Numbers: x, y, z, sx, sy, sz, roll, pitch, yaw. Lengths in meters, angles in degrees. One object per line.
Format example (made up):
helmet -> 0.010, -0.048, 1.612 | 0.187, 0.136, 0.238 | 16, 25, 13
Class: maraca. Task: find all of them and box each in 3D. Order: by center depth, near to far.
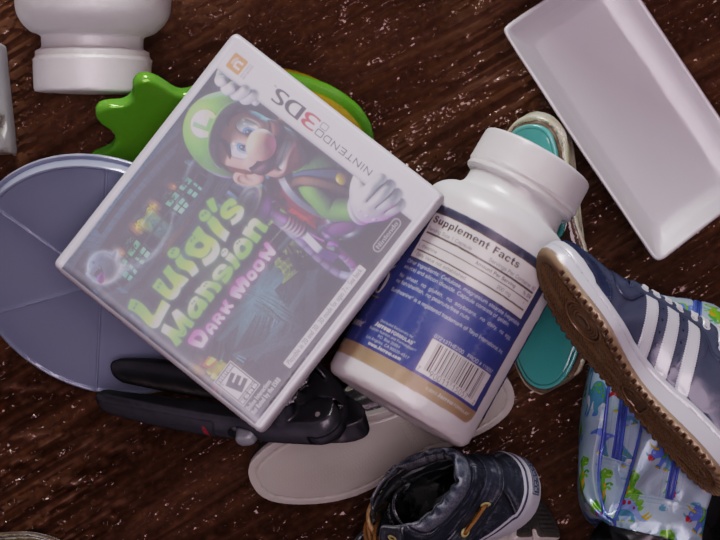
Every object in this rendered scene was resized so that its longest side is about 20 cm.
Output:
maraca -> -0.089, -0.085, 1.645 | 0.199, 0.107, 0.138 | 5, 127, -10

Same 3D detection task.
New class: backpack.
backpack -> 0.213, 0.116, 1.648 | 0.153, 0.163, 0.201 | 23, 85, 12

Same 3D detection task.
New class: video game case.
video game case -> -0.074, -0.026, 1.568 | 0.182, 0.023, 0.200 | 38, 89, 8

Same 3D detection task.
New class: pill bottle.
pill bottle -> 0.072, 0.009, 1.601 | 0.111, 0.111, 0.201 | 30, 84, -2
pill bottle -> -0.187, -0.224, 1.642 | 0.112, 0.112, 0.201 | 1, 92, -1

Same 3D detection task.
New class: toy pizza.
toy pizza -> -0.179, 0.001, 1.657 | 0.199, 0.032, 0.201 | 6, 124, 9

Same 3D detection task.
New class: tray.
tray -> 0.193, -0.116, 1.689 | 0.107, 0.022, 0.201 | -35, 93, -18

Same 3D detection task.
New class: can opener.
can opener -> -0.095, 0.094, 1.625 | 0.199, 0.064, 0.079 | 4, 136, 21

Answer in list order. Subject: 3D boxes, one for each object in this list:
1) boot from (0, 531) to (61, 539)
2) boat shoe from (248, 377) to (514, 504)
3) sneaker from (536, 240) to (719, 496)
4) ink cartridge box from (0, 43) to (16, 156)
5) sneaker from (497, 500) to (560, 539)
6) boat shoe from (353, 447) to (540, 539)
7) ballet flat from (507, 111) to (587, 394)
boot -> -0.226, 0.230, 1.668 | 0.199, 0.097, 0.075 | 6, 92, -2
boat shoe -> 0.011, 0.105, 1.688 | 0.199, 0.060, 0.074 | -25, 124, 3
sneaker -> 0.210, 0.039, 1.556 | 0.108, 0.070, 0.200 | -39, 91, -16
ink cartridge box -> -0.346, -0.116, 1.626 | 0.199, 0.145, 0.085 | -3, 91, -1
sneaker -> 0.096, 0.252, 1.689 | 0.080, 0.083, 0.201 | 7, 76, -29
boat shoe -> 0.026, 0.182, 1.641 | 0.200, 0.091, 0.071 | -39, 54, 29
ballet flat -> 0.140, -0.013, 1.681 | 0.067, 0.062, 0.201 | -1, 92, 21
